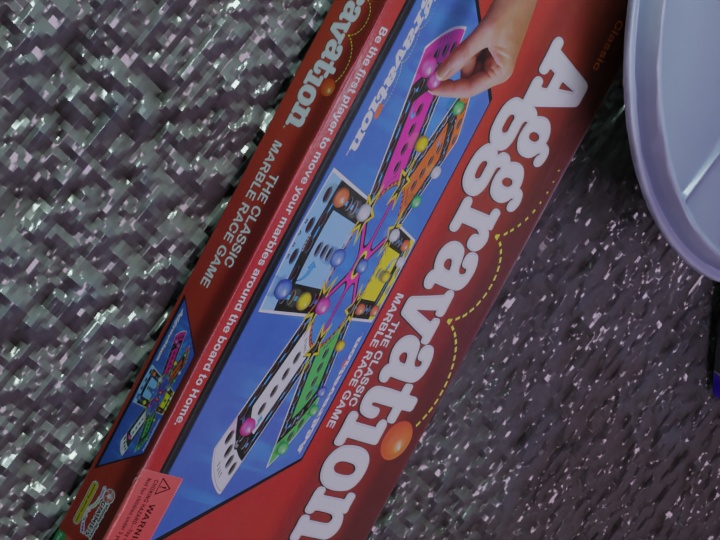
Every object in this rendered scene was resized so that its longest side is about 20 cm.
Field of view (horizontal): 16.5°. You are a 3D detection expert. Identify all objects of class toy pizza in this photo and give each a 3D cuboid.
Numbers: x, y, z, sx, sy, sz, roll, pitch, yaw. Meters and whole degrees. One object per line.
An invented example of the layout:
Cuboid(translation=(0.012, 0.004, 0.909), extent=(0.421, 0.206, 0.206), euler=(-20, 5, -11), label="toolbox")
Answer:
Cuboid(translation=(0.135, -0.093, 0.731), extent=(0.200, 0.032, 0.201), euler=(-24, 124, -40), label="toy pizza")

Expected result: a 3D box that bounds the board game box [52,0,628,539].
Cuboid(translation=(0.000, 0.000, 0.671), extent=(0.103, 0.019, 0.200), euler=(20, 100, -52), label="board game box")

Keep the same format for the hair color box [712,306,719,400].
Cuboid(translation=(0.225, 0.003, 0.836), extent=(0.200, 0.109, 0.065), euler=(-27, 134, -32), label="hair color box")
